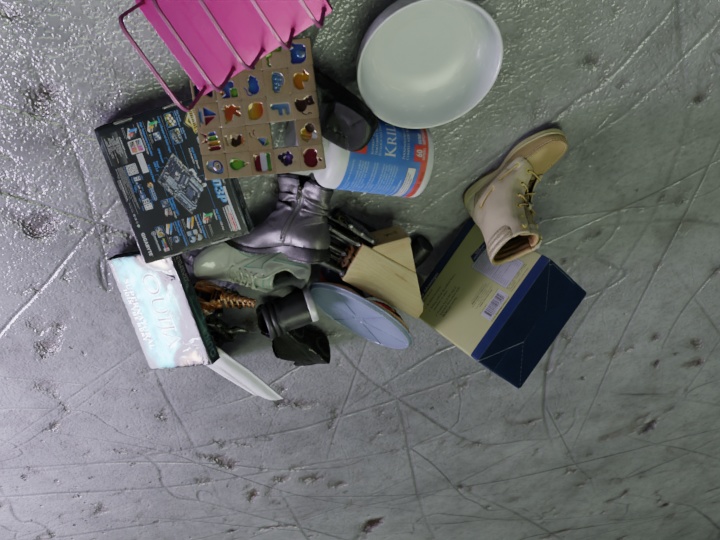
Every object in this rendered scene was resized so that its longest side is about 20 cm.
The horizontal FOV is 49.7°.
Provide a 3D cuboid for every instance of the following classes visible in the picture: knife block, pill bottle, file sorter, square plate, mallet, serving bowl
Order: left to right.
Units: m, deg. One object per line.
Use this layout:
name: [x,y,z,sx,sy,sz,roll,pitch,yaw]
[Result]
square plate: [-0.254,0.159,1.379,0.028,0.200,0.198,-56,137,-15]
file sorter: [-0.155,-0.297,0.903,0.200,0.126,0.139,-28,116,16]
pill bottle: [-0.004,-0.170,1.124,0.199,0.112,0.112,4,136,-21]
knife block: [0.000,0.000,1.277,0.175,0.064,0.201,-16,114,-6]
mallet: [0.041,-0.062,1.317,0.066,0.041,0.200,-38,129,24]
serving bowl: [0.087,-0.292,1.050,0.199,0.066,0.200,-8,139,-7]

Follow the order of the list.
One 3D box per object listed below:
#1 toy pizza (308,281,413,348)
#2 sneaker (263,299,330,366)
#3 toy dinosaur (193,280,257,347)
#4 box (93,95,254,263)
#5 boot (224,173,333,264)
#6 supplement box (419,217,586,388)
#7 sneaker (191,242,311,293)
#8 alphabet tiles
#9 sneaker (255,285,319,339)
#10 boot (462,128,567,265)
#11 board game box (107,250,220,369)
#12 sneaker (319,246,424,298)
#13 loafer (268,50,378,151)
toy pizza: [0.004,0.070,1.320,0.200,0.032,0.200,27,161,10]
sneaker: [-0.135,0.128,1.451,0.091,0.076,0.200,-19,135,21]
toy dinosaur: [-0.254,0.060,1.293,0.136,0.200,0.102,40,78,-46]
box: [-0.255,-0.125,1.075,0.158,0.046,0.201,-17,105,6]
boot: [-0.124,-0.090,1.207,0.199,0.070,0.132,9,104,26]
supplement box: [0.226,0.051,1.317,0.134,0.200,0.200,35,91,-40]
sneaker: [-0.178,-0.004,1.285,0.199,0.080,0.071,-5,140,-8]
alphabet tiles: [-0.138,-0.223,1.008,0.167,0.008,0.201,-4,105,10]
sneaker: [-0.130,0.069,1.323,0.099,0.071,0.200,-17,-178,-7]
boot: [0.261,-0.115,1.225,0.200,0.156,0.073,-38,133,25]
board game box: [-0.315,0.062,1.245,0.135,0.028,0.201,-8,109,30]
sneaker: [0.019,0.022,1.376,0.199,0.075,0.085,19,129,-19]
loafer: [-0.065,-0.234,1.040,0.200,0.072,0.073,38,120,-3]
